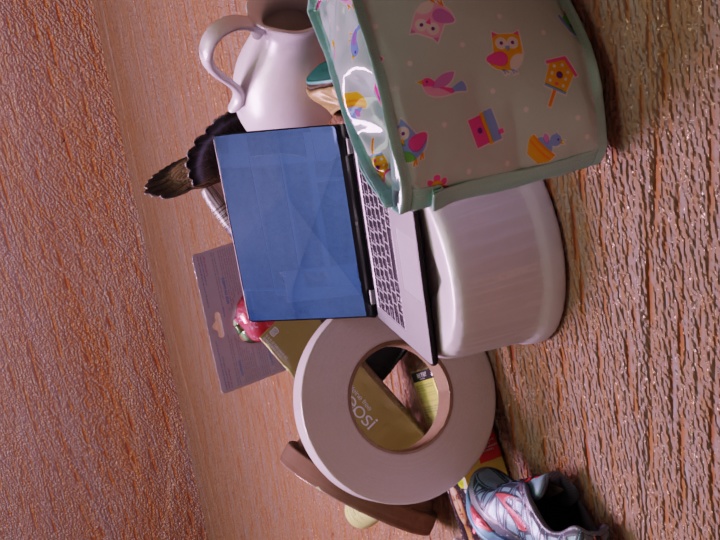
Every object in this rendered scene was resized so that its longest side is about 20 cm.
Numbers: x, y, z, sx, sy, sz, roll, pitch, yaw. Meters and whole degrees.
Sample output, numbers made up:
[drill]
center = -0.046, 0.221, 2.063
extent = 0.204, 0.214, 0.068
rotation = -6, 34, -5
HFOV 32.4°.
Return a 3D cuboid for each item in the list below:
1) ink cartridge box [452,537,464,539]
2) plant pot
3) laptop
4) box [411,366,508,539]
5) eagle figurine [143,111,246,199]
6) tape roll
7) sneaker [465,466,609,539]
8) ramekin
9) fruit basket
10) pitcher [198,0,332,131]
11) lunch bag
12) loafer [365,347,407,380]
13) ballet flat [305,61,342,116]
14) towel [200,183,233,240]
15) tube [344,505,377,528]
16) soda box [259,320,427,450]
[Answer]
[ink cartridge box]
center = 0.154, 0.340, 1.078
extent = 0.085, 0.144, 0.200
rotation = -56, 36, 10
[plant pot]
center = 0.011, 0.228, 1.470
extent = 0.094, 0.199, 0.201
rotation = -65, 21, -2
[laptop]
center = -0.032, -0.021, 1.082
extent = 0.200, 0.115, 0.189
rotation = -140, 37, -61
[box]
center = 0.111, 0.190, 1.264
extent = 0.075, 0.050, 0.202
rotation = 143, 111, -72
[eagle figurine]
center = -0.145, -0.130, 1.514
extent = 0.153, 0.198, 0.151
rotation = -65, 28, 20
[tape roll]
center = 0.034, 0.122, 1.193
extent = 0.037, 0.201, 0.205
rotation = 157, 96, -73
[sneaker]
center = 0.165, 0.216, 1.112
extent = 0.200, 0.078, 0.097
rotation = 38, 124, 56
[ramekin]
center = 0.086, -0.022, 1.068
extent = 0.200, 0.097, 0.203
rotation = 163, 90, -73
[fruit basket]
center = -0.104, 0.037, 1.554
extent = 0.094, 0.198, 0.187
rotation = -147, 42, -63
[pitcher]
center = -0.101, -0.218, 1.359
extent = 0.122, 0.170, 0.201
rotation = 54, 155, 27
[lunch bag]
center = 0.069, -0.143, 0.884
extent = 0.122, 0.168, 0.202
rotation = 118, 136, -65
[loafer]
center = 0.002, 0.111, 1.402
extent = 0.201, 0.068, 0.071
rotation = -49, 18, 37
[ballet flat]
center = 0.009, -0.186, 1.243
extent = 0.063, 0.069, 0.200
rotation = 51, 166, -19
[towel]
center = -0.137, -0.052, 1.689
extent = 0.193, 0.034, 0.200
rotation = 55, -171, -8
[tube]
center = 0.025, 0.297, 1.645
extent = 0.058, 0.052, 0.200
rotation = 32, 153, -2
[soda box]
center = -0.014, 0.125, 1.309
extent = 0.200, 0.064, 0.068
rotation = 47, -177, 14
